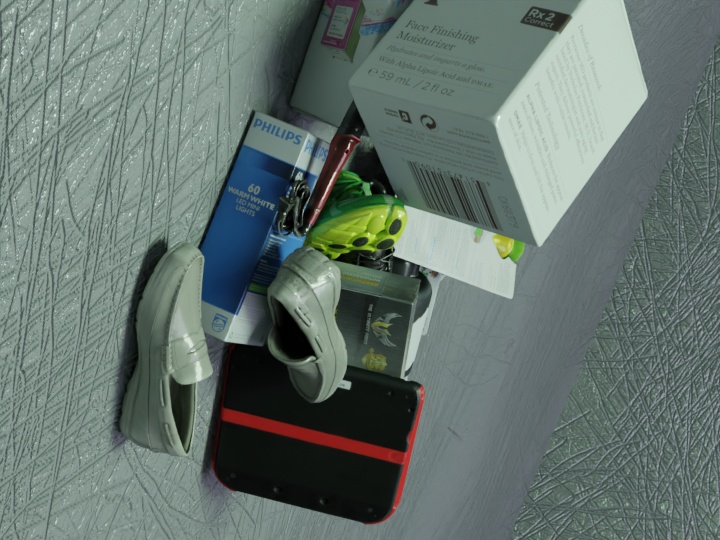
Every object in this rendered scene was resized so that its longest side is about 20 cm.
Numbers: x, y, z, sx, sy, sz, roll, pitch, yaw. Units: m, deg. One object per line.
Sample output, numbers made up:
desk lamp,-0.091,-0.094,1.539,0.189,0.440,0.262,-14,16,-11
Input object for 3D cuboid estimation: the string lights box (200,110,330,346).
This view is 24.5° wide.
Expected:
string lights box,-0.092,-0.035,1.514,0.201,0.059,0.103,-68,163,1

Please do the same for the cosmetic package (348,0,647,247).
cosmetic package,0.127,-0.162,1.480,0.200,0.164,0.165,-53,141,-24

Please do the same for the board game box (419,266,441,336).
board game box,0.068,-0.043,1.906,0.126,0.034,0.201,-113,-149,-58

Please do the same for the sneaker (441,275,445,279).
sneaker,0.093,-0.044,2.054,0.087,0.074,0.200,-50,-175,39

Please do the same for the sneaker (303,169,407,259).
sneaker,-0.020,-0.059,1.589,0.200,0.074,0.084,-7,-108,63

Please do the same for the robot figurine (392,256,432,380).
robot figurine,0.010,0.057,1.814,0.150,0.125,0.201,-1,116,-36

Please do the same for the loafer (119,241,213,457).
loafer,-0.157,0.070,1.429,0.070,0.069,0.201,-41,148,-55

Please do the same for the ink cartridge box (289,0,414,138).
ink cartridge box,0.035,-0.222,1.556,0.144,0.084,0.201,8,105,-49

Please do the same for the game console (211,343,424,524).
game console,-0.046,0.163,1.663,0.031,0.199,0.178,-71,173,-63

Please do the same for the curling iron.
curling iron,-0.016,-0.116,1.470,0.201,0.025,0.050,-59,158,-7

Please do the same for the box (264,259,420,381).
box,-0.032,0.086,1.655,0.048,0.157,0.201,-68,169,-57

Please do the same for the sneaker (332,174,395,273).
sneaker,0.000,0.000,1.680,0.091,0.076,0.201,176,-93,-68

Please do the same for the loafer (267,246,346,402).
loafer,-0.056,0.060,1.519,0.070,0.070,0.201,-42,149,-27

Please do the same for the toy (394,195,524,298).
toy,0.096,-0.048,1.791,0.199,0.047,0.116,19,75,-39
